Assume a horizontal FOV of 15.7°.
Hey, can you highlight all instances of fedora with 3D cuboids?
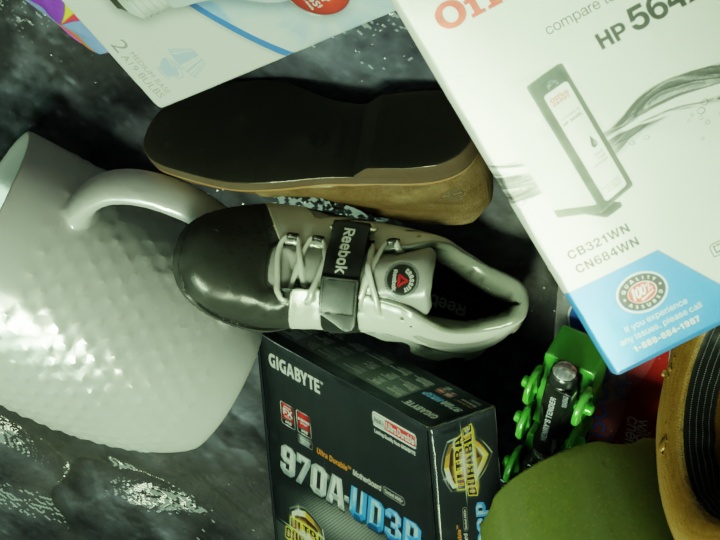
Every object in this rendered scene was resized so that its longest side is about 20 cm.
[{"bbox_3d":[0.220,0.062,1.259,0.081,0.201,0.201,14,146,-24],"label":"fedora"}]

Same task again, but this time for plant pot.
[{"bbox_3d":[0.144,0.197,1.354,0.199,0.191,0.200,-11,145,-8],"label":"plant pot"}]

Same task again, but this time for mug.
[{"bbox_3d":[-0.139,0.012,1.499,0.175,0.148,0.200,29,136,-14],"label":"mug"}]

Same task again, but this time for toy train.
[{"bbox_3d":[0.103,0.107,1.438,0.042,0.056,0.200,24,141,13],"label":"toy train"}]

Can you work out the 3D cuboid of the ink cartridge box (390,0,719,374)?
[{"bbox_3d":[0.123,-0.080,1.125,0.146,0.084,0.200,-28,107,17],"label":"ink cartridge box"}]

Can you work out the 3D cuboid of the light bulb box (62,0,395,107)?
[{"bbox_3d":[-0.065,-0.208,1.228,0.199,0.125,0.198,-19,123,42],"label":"light bulb box"}]

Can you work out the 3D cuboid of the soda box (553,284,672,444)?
[{"bbox_3d":[0.146,0.033,1.426,0.070,0.064,0.201,17,141,15],"label":"soda box"}]

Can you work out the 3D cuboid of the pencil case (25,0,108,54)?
[{"bbox_3d":[-0.183,-0.195,1.340,0.200,0.089,0.088,37,140,-13],"label":"pencil case"}]

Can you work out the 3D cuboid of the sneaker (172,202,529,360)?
[{"bbox_3d":[0.000,0.000,1.418,0.199,0.075,0.088,9,168,-20],"label":"sneaker"}]

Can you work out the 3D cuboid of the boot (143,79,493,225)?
[{"bbox_3d":[-0.023,-0.055,1.423,0.199,0.074,0.076,5,148,23],"label":"boot"}]

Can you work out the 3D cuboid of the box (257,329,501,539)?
[{"bbox_3d":[0.012,0.128,1.500,0.200,0.046,0.160,26,126,55],"label":"box"}]
